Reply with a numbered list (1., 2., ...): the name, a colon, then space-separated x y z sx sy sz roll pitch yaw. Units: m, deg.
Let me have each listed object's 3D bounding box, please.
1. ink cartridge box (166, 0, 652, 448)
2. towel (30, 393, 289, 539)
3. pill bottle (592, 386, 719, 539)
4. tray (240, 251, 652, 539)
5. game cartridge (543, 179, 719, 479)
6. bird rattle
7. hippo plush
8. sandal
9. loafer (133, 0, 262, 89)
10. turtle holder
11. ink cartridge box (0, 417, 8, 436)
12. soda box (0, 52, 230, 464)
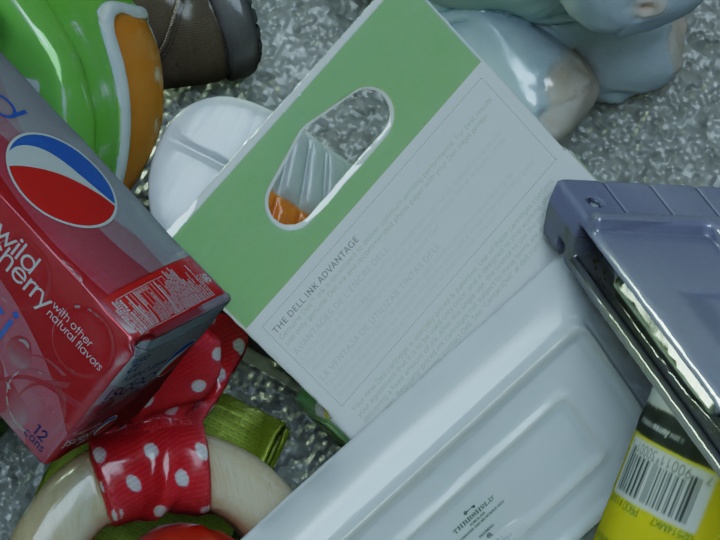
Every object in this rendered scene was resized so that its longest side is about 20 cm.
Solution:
1. ink cartridge box: 0.028 0.002 1.096 0.200 0.048 0.146 45 80 -20
2. towel: -0.107 0.133 1.122 0.086 0.018 0.201 25 73 3
3. pill bottle: 0.129 0.150 1.058 0.114 0.114 0.201 21 94 3
4. tray: 0.041 0.096 1.079 0.200 0.022 0.108 -41 113 -13
5. game cartridge: 0.162 0.027 1.027 0.129 0.039 0.200 -2 33 -21
6. bird rattle: -0.088 0.112 1.086 0.163 0.113 0.201 35 70 -11
7. hippo plush: 0.077 -0.160 1.129 0.200 0.161 0.160 40 63 -7
8. sandal: -0.004 0.008 1.151 0.206 0.059 0.079 34 82 -15
9. loafer: -0.113 -0.162 1.182 0.071 0.073 0.201 -26 76 -12
10. turtle holder: -0.162 -0.066 1.121 0.185 0.132 0.142 -19 95 34
11. ink cartridge box: -0.205 0.055 1.118 0.104 0.059 0.200 35 74 9
12. soda box: -0.144 -0.031 1.005 0.200 0.070 0.063 47 31 10
